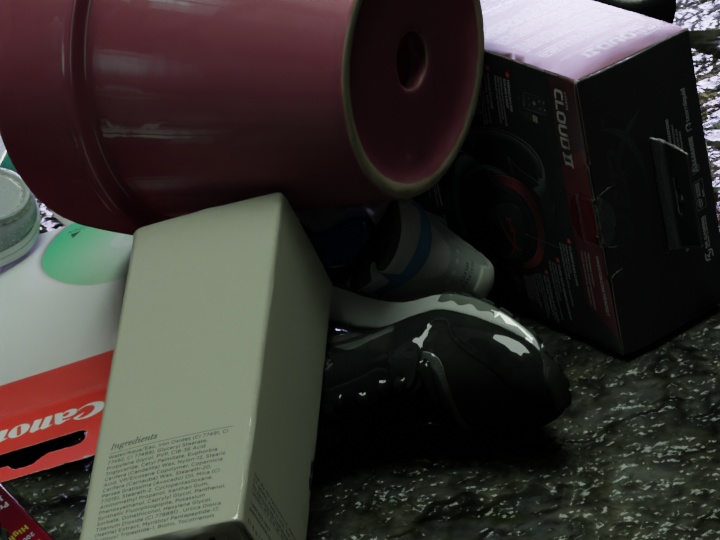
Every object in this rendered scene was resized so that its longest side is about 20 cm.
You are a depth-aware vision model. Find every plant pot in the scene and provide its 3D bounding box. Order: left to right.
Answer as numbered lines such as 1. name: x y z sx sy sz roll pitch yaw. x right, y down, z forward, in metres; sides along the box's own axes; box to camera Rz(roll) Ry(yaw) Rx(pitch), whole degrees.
1. plant pot: -0.048 -0.107 1.279 0.178 0.201 0.200 8 32 33

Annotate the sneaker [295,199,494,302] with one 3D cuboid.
1. sneaker: 0.000 0.000 1.379 0.086 0.075 0.200 24 -6 -26

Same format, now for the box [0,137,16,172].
1. box: -0.297 -0.055 1.632 0.199 0.049 0.117 -5 27 10

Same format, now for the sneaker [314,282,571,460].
1. sneaker: 0.005 0.061 1.256 0.199 0.076 0.088 7 47 42

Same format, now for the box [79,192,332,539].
1. box: -0.065 0.063 1.191 0.082 0.069 0.201 -13 42 19

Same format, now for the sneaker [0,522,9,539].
1. sneaker: -0.132 0.166 0.959 0.080 0.201 0.074 -24 -5 -4

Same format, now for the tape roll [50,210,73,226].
1. tape roll: -0.105 -0.105 1.515 0.202 0.037 0.204 -25 51 36

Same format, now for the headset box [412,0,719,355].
1. headset box: 0.097 -0.056 1.337 0.075 0.149 0.200 -26 28 -26

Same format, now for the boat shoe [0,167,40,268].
1. boat shoe: -0.264 -0.044 1.391 0.201 0.065 0.075 10 45 -10

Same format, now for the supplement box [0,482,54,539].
1. supplement box: -0.157 0.155 1.093 0.109 0.061 0.200 -41 33 -11

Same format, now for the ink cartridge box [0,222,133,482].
1. ink cartridge box: -0.154 0.035 1.350 0.160 0.050 0.200 -18 21 19

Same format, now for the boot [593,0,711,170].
1. boot: 0.133 -0.137 1.492 0.072 0.145 0.200 -18 25 -10
